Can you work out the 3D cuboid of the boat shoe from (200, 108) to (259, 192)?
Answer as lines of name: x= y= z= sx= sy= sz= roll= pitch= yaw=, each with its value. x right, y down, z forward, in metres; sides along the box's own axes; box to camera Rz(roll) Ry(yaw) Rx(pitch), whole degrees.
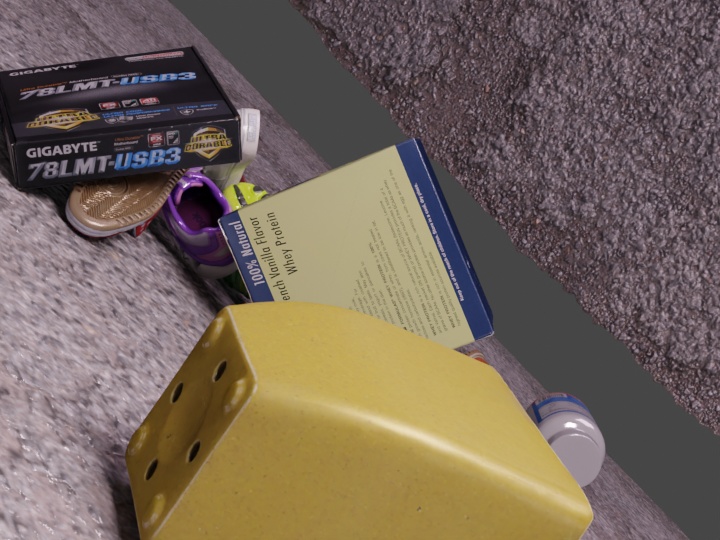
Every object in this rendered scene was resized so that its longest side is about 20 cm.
boat shoe: x=-0.157 y=-0.125 z=1.615 sx=0.068 sy=0.072 sz=0.200 roll=7 pitch=-8 yaw=-14

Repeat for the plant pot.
plant pot: x=-0.024 y=0.128 z=0.895 sx=0.200 sy=0.194 sz=0.196 roll=31 pitch=12 yaw=-23

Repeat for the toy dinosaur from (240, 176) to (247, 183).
toy dinosaur: x=-0.184 y=-0.163 z=1.753 sx=0.200 sy=0.105 sz=0.181 roll=11 pitch=-9 yaw=-23

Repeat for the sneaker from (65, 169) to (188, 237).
sneaker: x=-0.225 y=-0.064 z=1.405 sx=0.071 sy=0.112 sz=0.200 roll=46 pitch=37 yaw=-3

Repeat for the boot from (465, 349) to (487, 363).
boot: x=0.153 y=0.171 z=2.101 sx=0.107 sy=0.075 sz=0.200 roll=48 pitch=16 yaw=11

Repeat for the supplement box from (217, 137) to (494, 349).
supplement box: x=0.000 y=0.000 z=1.458 sx=0.134 sy=0.200 sz=0.200 roll=-43 pitch=111 yaw=-84

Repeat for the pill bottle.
pill bottle: x=0.303 y=0.257 z=2.249 sx=0.112 sy=0.112 sz=0.200 roll=43 pitch=8 yaw=-6

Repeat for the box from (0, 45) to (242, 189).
box: x=-0.225 y=-0.142 z=1.375 sx=0.199 sy=0.200 sz=0.050 roll=-122 pitch=-153 yaw=-58

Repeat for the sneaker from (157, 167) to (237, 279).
sneaker: x=-0.188 y=-0.085 z=1.532 sx=0.200 sy=0.080 sz=0.088 roll=46 pitch=-14 yaw=15

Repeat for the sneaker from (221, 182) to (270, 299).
sneaker: x=-0.098 y=0.003 z=1.600 sx=0.074 sy=0.084 sz=0.200 roll=-8 pitch=62 yaw=-32
